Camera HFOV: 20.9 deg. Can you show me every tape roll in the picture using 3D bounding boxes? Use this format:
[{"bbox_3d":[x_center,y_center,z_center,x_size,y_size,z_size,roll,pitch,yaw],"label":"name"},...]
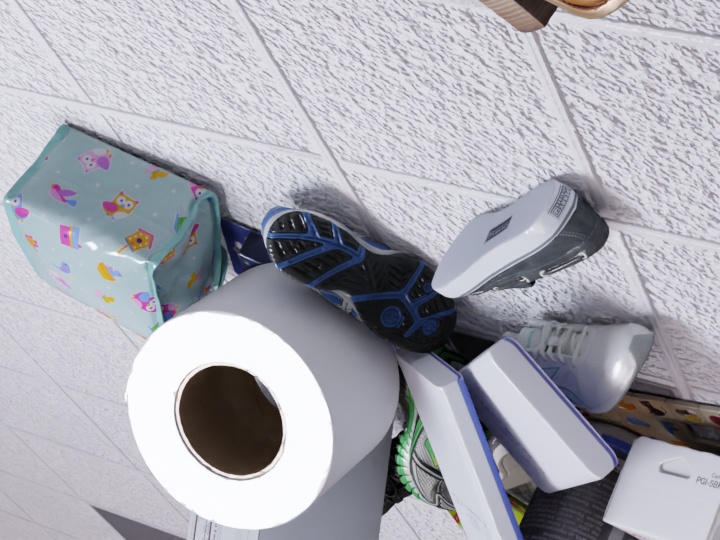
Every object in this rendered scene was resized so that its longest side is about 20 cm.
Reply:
[{"bbox_3d":[-0.083,0.107,1.705,0.203,0.139,0.203,9,111,24],"label":"tape roll"}]

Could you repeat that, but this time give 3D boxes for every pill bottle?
[{"bbox_3d":[0.197,0.247,1.764,0.114,0.200,0.114,24,158,10],"label":"pill bottle"}]

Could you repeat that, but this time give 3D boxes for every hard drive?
[{"bbox_3d":[0.140,0.123,1.621,0.132,0.025,0.200,49,169,3],"label":"hard drive"},{"bbox_3d":[0.092,0.169,1.693,0.200,0.025,0.132,69,170,-16],"label":"hard drive"}]

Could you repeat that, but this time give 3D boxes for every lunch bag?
[{"bbox_3d":[-0.216,-0.016,1.787,0.170,0.122,0.200,24,152,17],"label":"lunch bag"}]

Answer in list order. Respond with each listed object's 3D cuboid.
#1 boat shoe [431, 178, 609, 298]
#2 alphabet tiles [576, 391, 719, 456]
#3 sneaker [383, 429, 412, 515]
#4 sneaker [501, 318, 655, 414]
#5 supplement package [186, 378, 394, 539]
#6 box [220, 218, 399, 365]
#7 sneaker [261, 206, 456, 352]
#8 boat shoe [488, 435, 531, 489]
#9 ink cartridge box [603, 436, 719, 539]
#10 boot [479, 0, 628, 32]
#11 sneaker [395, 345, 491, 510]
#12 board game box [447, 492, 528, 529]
[{"bbox_3d":[0.117,-0.012,1.483,0.057,0.069,0.200,33,156,-13],"label":"boat shoe"},{"bbox_3d":[0.275,0.153,1.744,0.200,0.008,0.167,9,152,40],"label":"alphabet tiles"},{"bbox_3d":[0.043,0.196,1.961,0.076,0.114,0.199,58,158,4],"label":"sneaker"},{"bbox_3d":[0.171,0.075,1.609,0.080,0.070,0.200,35,158,-12],"label":"sneaker"},{"bbox_3d":[-0.064,0.185,1.896,0.156,0.200,0.111,13,173,-41],"label":"supplement package"},{"bbox_3d":[-0.041,0.023,1.794,0.200,0.032,0.121,23,158,15],"label":"box"},{"bbox_3d":[0.000,0.000,1.665,0.200,0.076,0.077,35,-177,-24],"label":"sneaker"},{"bbox_3d":[0.144,0.168,1.893,0.200,0.073,0.063,85,163,-71],"label":"boat shoe"},{"bbox_3d":[0.331,0.227,1.674,0.200,0.083,0.147,29,171,-27],"label":"ink cartridge box"},{"bbox_3d":[0.087,-0.213,1.081,0.155,0.077,0.200,40,163,-18],"label":"boot"},{"bbox_3d":[0.082,0.155,1.805,0.085,0.078,0.200,30,146,35],"label":"sneaker"},{"bbox_3d":[0.182,0.283,2.041,0.200,0.048,0.102,34,-177,-15],"label":"board game box"}]
